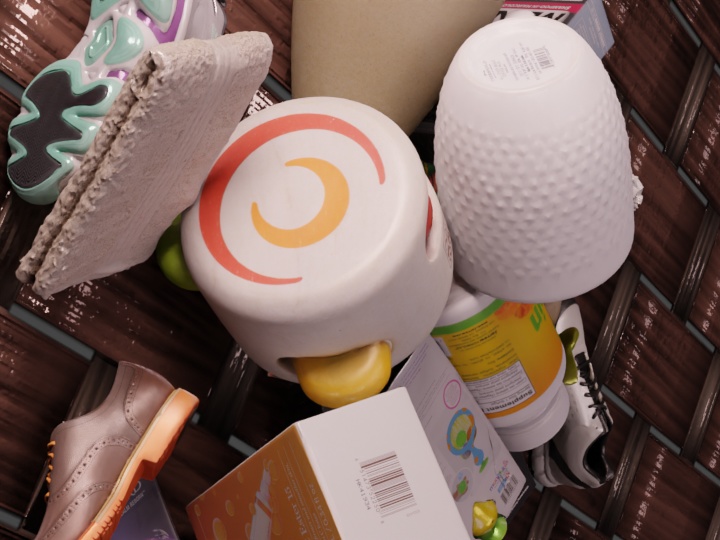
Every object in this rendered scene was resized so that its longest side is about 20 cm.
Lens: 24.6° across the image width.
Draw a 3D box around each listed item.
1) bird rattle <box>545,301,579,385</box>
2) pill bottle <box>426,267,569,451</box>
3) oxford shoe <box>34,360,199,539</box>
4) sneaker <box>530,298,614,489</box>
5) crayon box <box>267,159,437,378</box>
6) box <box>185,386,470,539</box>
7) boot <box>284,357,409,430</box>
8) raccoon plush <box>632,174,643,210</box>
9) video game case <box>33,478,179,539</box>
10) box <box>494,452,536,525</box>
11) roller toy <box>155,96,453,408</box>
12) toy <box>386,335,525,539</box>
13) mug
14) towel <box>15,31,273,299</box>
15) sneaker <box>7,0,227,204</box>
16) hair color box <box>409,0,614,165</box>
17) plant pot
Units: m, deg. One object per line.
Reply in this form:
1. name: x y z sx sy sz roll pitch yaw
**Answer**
1. bird rattle: 0.148 0.009 1.491 0.162 0.112 0.202 25 75 -33
2. pill bottle: 0.104 0.058 1.355 0.111 0.110 0.201 -56 137 -26
3. oxford shoe: -0.193 0.150 1.131 0.201 0.073 0.071 -55 177 -31
4. sneaker: 0.211 0.119 1.602 0.073 0.080 0.202 -24 114 -44
5. crayon box: 0.000 0.000 1.342 0.126 0.050 0.202 15 86 -51
6. box: -0.027 0.183 1.170 0.097 0.200 0.125 -15 74 -34
7. boot: -0.001 0.174 1.334 0.130 0.067 0.202 -4 109 -39
8. raccoon plush: 0.160 -0.073 1.402 0.097 0.198 0.135 58 35 -38
9. video game case: -0.177 0.255 1.206 0.143 0.019 0.201 -42 126 -38
10. box: 0.067 0.206 1.467 0.200 0.049 0.158 -50 133 -30
11. roller toy: -0.026 -0.016 1.188 0.183 0.199 0.140 -49 150 -13
12. toy: 0.056 0.154 1.319 0.116 0.047 0.200 -56 130 -25
13. mug: 0.125 -0.107 1.228 0.201 0.146 0.176 -89 170 -46
14. towel: -0.139 -0.068 1.078 0.201 0.034 0.132 -56 165 26
15. sneaker: -0.147 -0.115 1.120 0.201 0.077 0.140 -60 147 -6
16. hair color box: 0.125 -0.165 1.419 0.200 0.098 0.061 -50 132 -31
17. plant pot: 0.024 -0.206 1.245 0.186 0.187 0.202 9 103 -51
